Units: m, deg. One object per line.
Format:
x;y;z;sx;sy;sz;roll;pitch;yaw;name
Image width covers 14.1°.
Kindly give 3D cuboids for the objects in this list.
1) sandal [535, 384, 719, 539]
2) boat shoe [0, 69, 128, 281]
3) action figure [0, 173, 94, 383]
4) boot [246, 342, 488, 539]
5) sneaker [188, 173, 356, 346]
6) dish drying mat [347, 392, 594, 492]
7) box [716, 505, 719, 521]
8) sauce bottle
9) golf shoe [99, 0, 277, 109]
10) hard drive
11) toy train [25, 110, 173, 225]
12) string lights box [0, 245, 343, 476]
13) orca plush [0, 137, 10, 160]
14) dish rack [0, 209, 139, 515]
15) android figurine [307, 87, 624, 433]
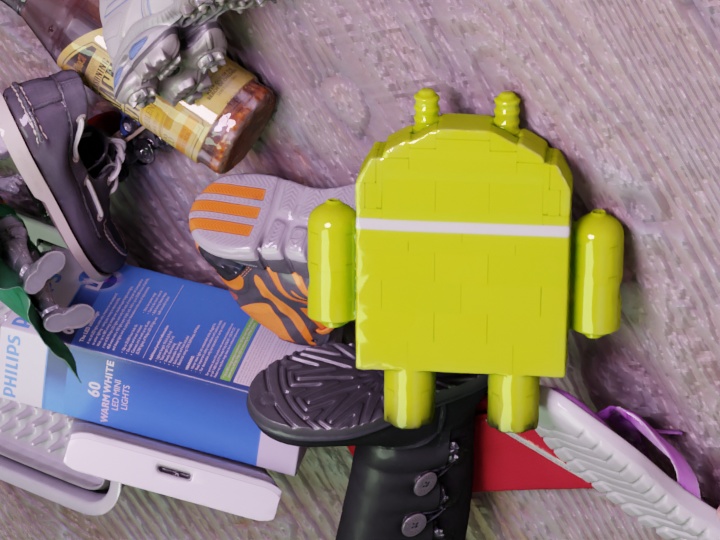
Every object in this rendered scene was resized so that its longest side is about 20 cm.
0.177;0.119;1.750;0.203;0.050;0.082;39;162;-22;sandal
-0.168;-0.057;1.783;0.073;0.063;0.200;60;178;30;boat shoe
-0.221;-0.021;1.807;0.200;0.055;0.118;44;161;56;action figure
-0.001;0.130;1.805;0.200;0.164;0.066;102;150;-46;boot
0.000;0.000;1.766;0.199;0.078;0.112;14;154;23;sneaker
0.066;0.113;1.866;0.200;0.018;0.077;-7;125;46;dish drying mat
0.296;0.182;1.663;0.099;0.096;0.200;2;131;42;box
-0.146;-0.135;1.745;0.200;0.066;0.066;34;145;9;sauce bottle
-0.091;-0.180;1.637;0.200;0.078;0.097;-42;63;38;golf shoe
-0.120;0.122;1.835;0.131;0.027;0.200;15;178;-5;hard drive
-0.160;-0.078;1.851;0.046;0.034;0.200;56;144;-5;toy train
-0.120;0.055;1.847;0.199;0.103;0.059;14;124;8;string lights box
-0.285;-0.094;1.915;0.200;0.105;0.071;-20;84;54;orca plush
-0.215;0.053;1.981;0.171;0.044;0.201;19;116;27;dish rack
0.058;-0.006;1.655;0.181;0.041;0.201;1;110;7;android figurine
